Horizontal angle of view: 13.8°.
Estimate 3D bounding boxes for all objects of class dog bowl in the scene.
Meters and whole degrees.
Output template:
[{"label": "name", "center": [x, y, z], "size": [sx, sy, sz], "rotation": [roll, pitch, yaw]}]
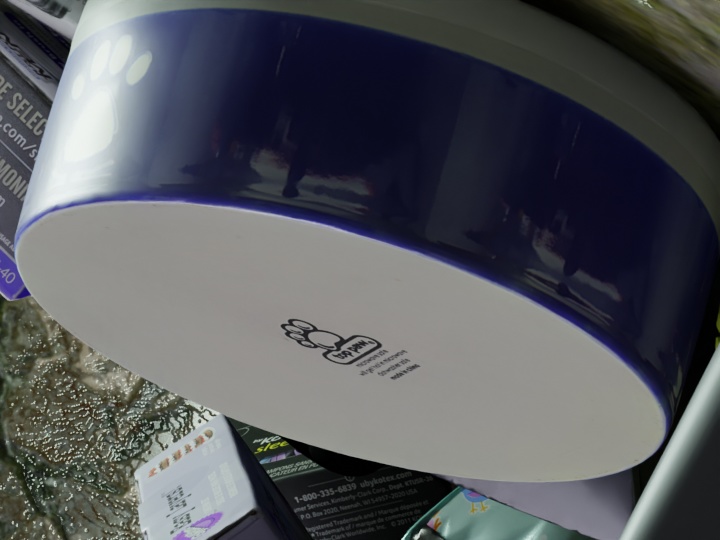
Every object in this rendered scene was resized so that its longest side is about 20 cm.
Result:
[{"label": "dog bowl", "center": [0.003, -0.011, 0.862], "size": [0.199, 0.079, 0.200], "rotation": [14, 159, 5]}]

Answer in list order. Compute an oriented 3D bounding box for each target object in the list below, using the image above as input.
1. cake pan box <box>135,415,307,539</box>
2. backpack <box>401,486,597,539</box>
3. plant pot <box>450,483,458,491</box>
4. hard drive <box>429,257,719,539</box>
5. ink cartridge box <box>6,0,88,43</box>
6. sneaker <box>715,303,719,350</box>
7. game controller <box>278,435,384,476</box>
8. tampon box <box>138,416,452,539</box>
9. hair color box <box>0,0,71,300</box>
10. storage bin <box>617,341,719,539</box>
[{"label": "cake pan box", "center": [-0.015, 0.157, 1.143], "size": [0.184, 0.052, 0.200], "rotation": [54, 179, -9]}, {"label": "backpack", "center": [0.132, 0.111, 1.065], "size": [0.153, 0.200, 0.176], "rotation": [28, 159, 45]}, {"label": "plant pot", "center": [0.111, 0.065, 1.279], "size": [0.092, 0.202, 0.201], "rotation": [-15, 156, 22]}, {"label": "hard drive", "center": [0.043, 0.006, 1.004], "size": [0.200, 0.135, 0.042], "rotation": [24, 144, 31]}, {"label": "ink cartridge box", "center": [-0.112, -0.126, 0.922], "size": [0.200, 0.068, 0.116], "rotation": [32, 178, -34]}, {"label": "sneaker", "center": [0.154, 0.031, 0.884], "size": [0.074, 0.083, 0.200], "rotation": [61, 170, 20]}, {"label": "game controller", "center": [0.000, 0.000, 1.156], "size": [0.104, 0.042, 0.200], "rotation": [30, 134, -2]}, {"label": "tampon box", "center": [0.016, 0.112, 1.347], "size": [0.200, 0.149, 0.127], "rotation": [-50, -58, -65]}, {"label": "hair color box", "center": [-0.110, -0.056, 1.049], "size": [0.109, 0.065, 0.200], "rotation": [44, -169, 6]}, {"label": "storage bin", "center": [0.128, 0.044, 0.578], "size": [0.145, 0.135, 0.200], "rotation": [31, 179, 16]}]
